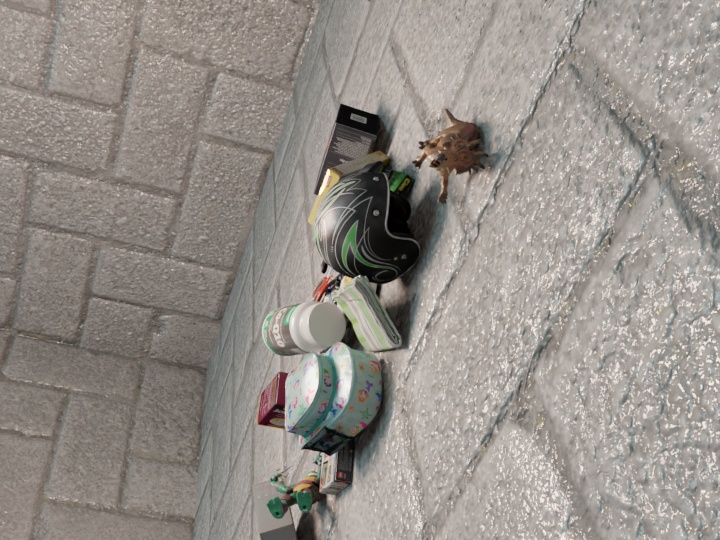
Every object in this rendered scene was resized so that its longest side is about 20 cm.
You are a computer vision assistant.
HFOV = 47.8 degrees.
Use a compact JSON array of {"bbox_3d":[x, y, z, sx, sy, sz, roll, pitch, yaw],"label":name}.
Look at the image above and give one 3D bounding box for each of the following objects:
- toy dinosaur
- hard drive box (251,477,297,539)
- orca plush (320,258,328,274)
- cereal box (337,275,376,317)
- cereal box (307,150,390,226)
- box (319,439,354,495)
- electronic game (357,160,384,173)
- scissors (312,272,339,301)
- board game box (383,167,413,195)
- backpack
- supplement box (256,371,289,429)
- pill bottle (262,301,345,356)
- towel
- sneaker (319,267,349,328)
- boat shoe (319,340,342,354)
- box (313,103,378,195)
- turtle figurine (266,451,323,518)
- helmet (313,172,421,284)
[{"bbox_3d":[0.158,-0.204,1.332,0.136,0.086,0.200,-40,22,49],"label":"toy dinosaur"},{"bbox_3d":[-0.181,0.579,1.791,0.200,0.077,0.156,-131,30,-71],"label":"hard drive box"},{"bbox_3d":[-0.017,-0.059,1.670,0.200,0.071,0.105,-50,-13,27],"label":"orca plush"},{"bbox_3d":[0.000,0.000,1.754,0.144,0.039,0.200,158,124,-68],"label":"cereal box"},{"bbox_3d":[-0.023,-0.179,1.794,0.200,0.040,0.144,-27,-32,-50],"label":"cereal box"},{"bbox_3d":[-0.045,0.350,1.675,0.110,0.035,0.200,127,151,-56],"label":"box"},{"bbox_3d":[-0.016,-0.145,1.683,0.200,0.042,0.200,-52,-2,-3],"label":"electronic game"},{"bbox_3d":[-0.067,0.016,1.831,0.200,0.014,0.073,-51,18,45],"label":"scissors"},{"bbox_3d":[0.049,-0.165,1.718,0.105,0.023,0.200,-52,17,2],"label":"board game box"},{"bbox_3d":[-0.051,0.237,1.557,0.200,0.150,0.178,-40,36,33],"label":"backpack"},{"bbox_3d":[-0.180,0.329,2.028,0.200,0.110,0.086,129,150,-58],"label":"supplement box"},{"bbox_3d":[-0.124,0.127,1.781,0.200,0.113,0.113,-16,61,55],"label":"pill bottle"},{"bbox_3d":[0.007,0.090,1.546,0.149,0.031,0.200,61,162,1],"label":"towel"},{"bbox_3d":[-0.048,0.053,1.855,0.085,0.077,0.200,129,150,-50],"label":"sneaker"},{"bbox_3d":[-0.053,0.196,1.770,0.066,0.072,0.200,-30,16,19],"label":"boat shoe"},{"bbox_3d":[-0.033,-0.280,1.952,0.200,0.104,0.182,-84,12,-66],"label":"box"},{"bbox_3d":[-0.122,0.457,1.738,0.150,0.101,0.200,-36,3,15],"label":"turtle figurine"},{"bbox_3d":[0.007,-0.083,1.514,0.200,0.191,0.200,-34,37,30],"label":"helmet"}]
